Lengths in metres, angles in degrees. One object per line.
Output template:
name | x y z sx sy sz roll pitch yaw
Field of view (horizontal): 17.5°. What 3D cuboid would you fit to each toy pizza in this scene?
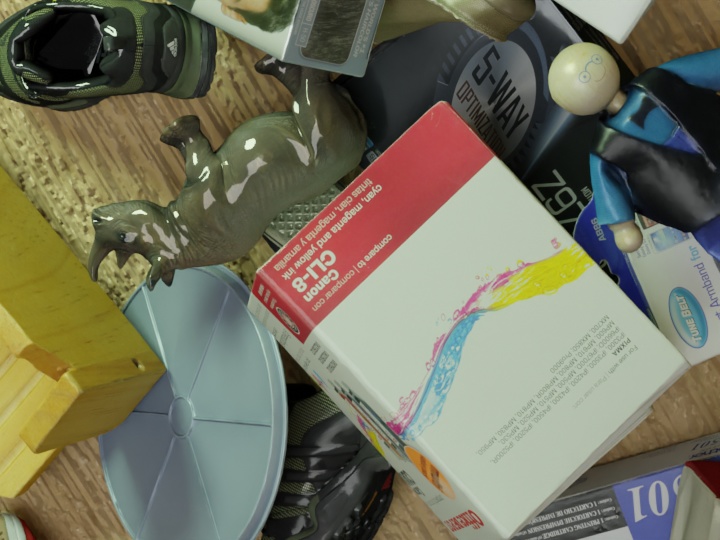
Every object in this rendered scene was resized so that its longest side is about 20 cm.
toy pizza | -0.101 0.092 1.474 0.200 0.032 0.201 -3 85 50

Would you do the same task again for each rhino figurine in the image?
rhino figurine | -0.083 -0.053 1.384 0.200 0.060 0.088 -37 92 10

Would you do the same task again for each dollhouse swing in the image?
dollhouse swing | -0.259 0.047 1.471 0.176 0.182 0.200 -43 81 17

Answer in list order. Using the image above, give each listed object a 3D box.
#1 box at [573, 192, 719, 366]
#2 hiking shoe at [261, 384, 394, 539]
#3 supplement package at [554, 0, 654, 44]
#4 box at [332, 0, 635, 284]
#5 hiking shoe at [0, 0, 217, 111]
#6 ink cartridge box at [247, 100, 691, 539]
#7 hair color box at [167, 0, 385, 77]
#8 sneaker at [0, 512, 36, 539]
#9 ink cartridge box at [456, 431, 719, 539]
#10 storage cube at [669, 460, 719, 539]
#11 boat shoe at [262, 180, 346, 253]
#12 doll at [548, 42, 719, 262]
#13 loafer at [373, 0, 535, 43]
box | 0.224 -0.027 1.333 0.199 0.041 0.120 -24 96 0
hiking shoe | -0.029 0.122 1.482 0.101 0.076 0.200 40 107 21
supplement package | 0.101 -0.235 1.303 0.200 0.114 0.110 34 115 3
box | 0.093 -0.073 1.396 0.160 0.044 0.200 -36 95 24
hiking shoe | -0.179 -0.138 1.402 0.199 0.100 0.076 0 85 45
ink cartridge box | 0.056 0.037 1.306 0.145 0.145 0.200 -43 87 -10
hair color box | -0.060 -0.188 1.329 0.200 0.060 0.099 31 108 49
sneaker | -0.180 0.249 1.577 0.201 0.112 0.071 69 152 21
ink cartridge box | 0.166 0.168 1.451 0.199 0.044 0.094 -19 102 21
storage cube | 0.272 0.214 1.323 0.179 0.171 0.201 7 97 -6
boat shoe | 0.000 0.000 1.423 0.075 0.062 0.200 -44 76 0
doll | 0.190 -0.062 1.286 0.200 0.048 0.137 32 84 -1
loafer | 0.020 -0.161 1.336 0.200 0.076 0.068 29 99 47
